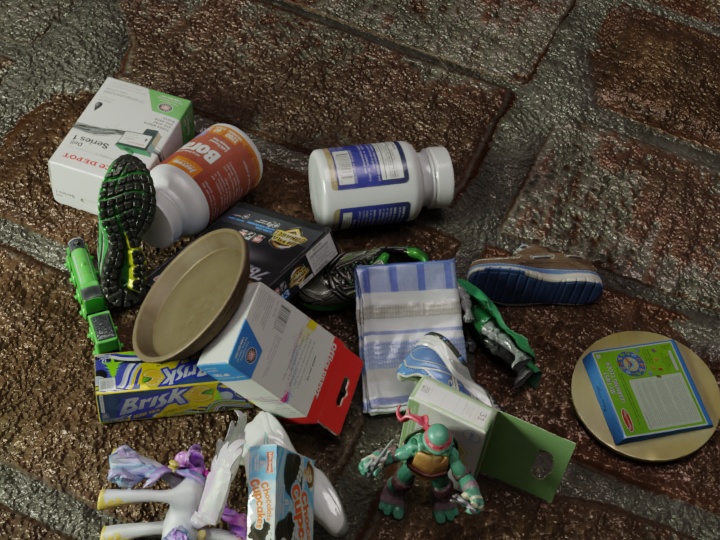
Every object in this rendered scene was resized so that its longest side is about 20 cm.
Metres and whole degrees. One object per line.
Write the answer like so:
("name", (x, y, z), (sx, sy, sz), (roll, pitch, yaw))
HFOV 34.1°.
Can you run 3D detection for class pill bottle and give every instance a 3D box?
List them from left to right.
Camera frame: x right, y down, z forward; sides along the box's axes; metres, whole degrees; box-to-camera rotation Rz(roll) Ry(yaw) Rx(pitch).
("pill bottle", (-0.238, -0.119, 1.678), (0.112, 0.113, 0.200), (29, 46, 17))
("pill bottle", (0.031, -0.127, 1.723), (0.199, 0.120, 0.120), (-7, 51, -12))

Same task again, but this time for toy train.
("toy train", (-0.364, 0.035, 1.588), (0.041, 0.057, 0.201), (-16, 54, -16))

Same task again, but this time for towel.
("towel", (0.067, 0.087, 1.551), (0.146, 0.024, 0.201), (-3, 82, -10))

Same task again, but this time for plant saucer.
("plant saucer", (-0.208, 0.036, 1.473), (0.200, 0.029, 0.201), (-32, 35, 25))

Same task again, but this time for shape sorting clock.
("shape sorting clock", (0.381, 0.167, 1.569), (0.199, 0.039, 0.201), (3, 52, -3))

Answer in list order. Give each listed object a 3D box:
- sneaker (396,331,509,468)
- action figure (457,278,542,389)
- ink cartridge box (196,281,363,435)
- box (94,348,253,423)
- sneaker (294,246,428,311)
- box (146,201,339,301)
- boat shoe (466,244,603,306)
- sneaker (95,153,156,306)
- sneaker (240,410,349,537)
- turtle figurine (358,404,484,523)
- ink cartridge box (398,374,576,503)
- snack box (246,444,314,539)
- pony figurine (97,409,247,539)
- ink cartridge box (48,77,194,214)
("sneaker", (0.124, 0.177, 1.497), (0.077, 0.076, 0.200), (-36, 80, -24))
("action figure", (0.163, 0.072, 1.597), (0.055, 0.118, 0.200), (-30, 50, -15))
("ink cartridge box", (-0.096, 0.116, 1.471), (0.067, 0.200, 0.117), (-10, 51, 45))
("box", (-0.238, 0.142, 1.504), (0.199, 0.070, 0.065), (-4, 50, -10))
("sneaker", (0.000, 0.000, 1.615), (0.199, 0.085, 0.079), (-14, 81, -15))
("box", (-0.163, -0.003, 1.592), (0.199, 0.050, 0.198), (19, 50, 43))
("boat shoe", (0.243, 0.005, 1.676), (0.199, 0.072, 0.073), (7, 44, -13))
("sneaker", (-0.326, -0.058, 1.579), (0.078, 0.201, 0.085), (3, 13, -26))
("sneaker", (-0.090, 0.262, 1.430), (0.080, 0.071, 0.200), (-33, 53, -22))
("turtle figurine", (0.079, 0.234, 1.374), (0.149, 0.200, 0.101), (21, 59, 9))
("ink cartridge box", (0.148, 0.221, 1.431), (0.199, 0.146, 0.048), (25, 52, 14))
("snack box", (-0.089, 0.304, 1.314), (0.037, 0.116, 0.201), (-6, 71, 18))
("pony figurine", (-0.196, 0.264, 1.353), (0.199, 0.194, 0.167), (9, 9, 0))
("ink cartridge box", (-0.353, -0.179, 1.747), (0.145, 0.085, 0.201), (16, 51, 8))
